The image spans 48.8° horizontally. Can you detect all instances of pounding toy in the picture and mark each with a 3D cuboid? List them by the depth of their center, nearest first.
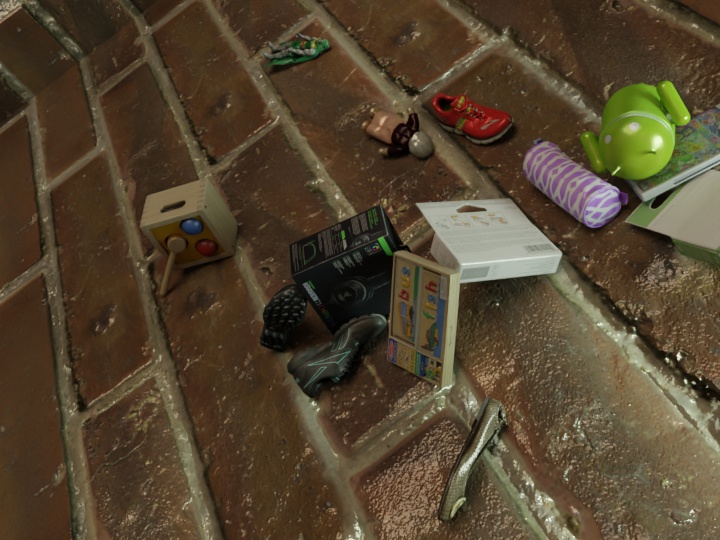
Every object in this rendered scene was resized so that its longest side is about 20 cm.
[{"bbox_3d":[-0.397,-0.072,1.787,0.199,0.184,0.142,-14,47,14],"label":"pounding toy"}]

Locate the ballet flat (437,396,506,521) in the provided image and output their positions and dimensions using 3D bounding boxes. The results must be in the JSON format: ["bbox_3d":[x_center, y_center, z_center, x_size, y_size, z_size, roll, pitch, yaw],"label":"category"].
[{"bbox_3d":[0.167,0.281,1.174,0.046,0.067,0.200,25,64,10],"label":"ballet flat"}]

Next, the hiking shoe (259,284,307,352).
[{"bbox_3d":[-0.145,0.071,1.484,0.200,0.074,0.087,123,162,-51],"label":"hiking shoe"}]

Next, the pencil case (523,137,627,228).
[{"bbox_3d":[0.365,-0.152,1.381,0.085,0.084,0.200,-20,42,-14],"label":"pencil case"}]

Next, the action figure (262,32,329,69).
[{"bbox_3d":[-0.168,-0.602,2.152,0.199,0.055,0.118,0,53,30],"label":"action figure"}]

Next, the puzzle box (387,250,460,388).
[{"bbox_3d":[0.101,0.078,1.306,0.025,0.201,0.133,-14,25,-38],"label":"puzzle box"}]

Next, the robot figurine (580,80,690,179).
[{"bbox_3d":[0.454,-0.228,1.305,0.175,0.116,0.200,-31,24,39],"label":"robot figurine"}]

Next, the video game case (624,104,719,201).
[{"bbox_3d":[0.534,-0.197,1.317,0.200,0.018,0.143,-28,28,12],"label":"video game case"}]

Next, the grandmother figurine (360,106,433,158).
[{"bbox_3d":[0.086,-0.296,1.715,0.200,0.060,0.122,39,109,44],"label":"grandmother figurine"}]

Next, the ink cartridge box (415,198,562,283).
[{"bbox_3d":[0.210,-0.054,1.344,0.199,0.045,0.176,-5,38,-23],"label":"ink cartridge box"}]

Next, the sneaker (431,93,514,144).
[{"bbox_3d":[0.218,-0.316,1.612,0.200,0.085,0.077,23,71,44],"label":"sneaker"}]

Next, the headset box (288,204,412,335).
[{"bbox_3d":[0.000,0.000,1.424,0.200,0.174,0.093,-23,40,10],"label":"headset box"}]

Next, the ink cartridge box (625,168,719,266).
[{"bbox_3d":[0.534,-0.090,1.232,0.146,0.048,0.200,-45,27,-7],"label":"ink cartridge box"}]

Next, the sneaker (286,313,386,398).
[{"bbox_3d":[-0.032,0.152,1.422,0.200,0.075,0.079,-34,65,5],"label":"sneaker"}]
